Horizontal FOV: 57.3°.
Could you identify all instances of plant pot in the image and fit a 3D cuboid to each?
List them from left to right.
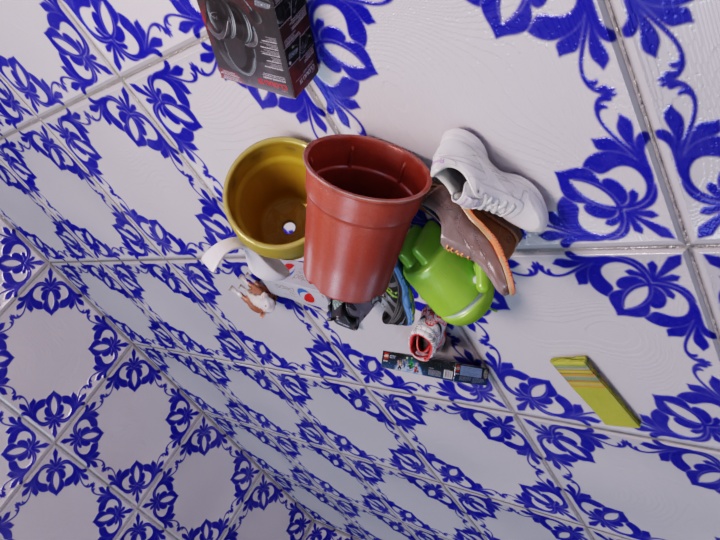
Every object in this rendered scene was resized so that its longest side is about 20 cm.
[{"bbox_3d":[-0.137,-0.107,1.198,0.197,0.204,0.189,29,166,8],"label":"plant pot"},{"bbox_3d":[-0.007,-0.074,1.018,0.196,0.201,0.200,25,126,16],"label":"plant pot"}]

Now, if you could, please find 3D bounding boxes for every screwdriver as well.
[{"bbox_3d":[-0.094,0.094,1.558,0.195,0.029,0.029,26,156,-10],"label":"screwdriver"}]

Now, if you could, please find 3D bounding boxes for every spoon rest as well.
[{"bbox_3d":[-0.201,-0.022,1.217,0.099,0.061,0.198,43,-162,26],"label":"spoon rest"}]

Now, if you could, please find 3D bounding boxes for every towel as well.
[{"bbox_3d":[0.444,0.229,1.243,0.200,0.018,0.085,46,155,-19],"label":"towel"}]

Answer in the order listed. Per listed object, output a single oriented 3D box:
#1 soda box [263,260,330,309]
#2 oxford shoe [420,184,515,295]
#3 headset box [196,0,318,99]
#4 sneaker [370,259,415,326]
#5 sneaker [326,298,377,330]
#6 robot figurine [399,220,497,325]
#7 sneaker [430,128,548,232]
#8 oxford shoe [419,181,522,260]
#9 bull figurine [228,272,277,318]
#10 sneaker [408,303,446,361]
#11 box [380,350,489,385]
[{"bbox_3d":[-0.133,0.027,1.503,0.196,0.064,0.069,13,146,35],"label":"soda box"},{"bbox_3d":[0.161,-0.039,0.981,0.203,0.072,0.071,60,-177,21],"label":"oxford shoe"},{"bbox_3d":[-0.149,-0.353,0.957,0.145,0.078,0.203,21,147,22],"label":"headset box"},{"bbox_3d":[0.048,0.025,1.179,0.080,0.072,0.204,-9,128,10],"label":"sneaker"},{"bbox_3d":[-0.039,0.038,1.339,0.076,0.141,0.201,-1,136,46],"label":"sneaker"},{"bbox_3d":[0.151,0.011,1.127,0.200,0.117,0.174,46,150,-20],"label":"robot figurine"},{"bbox_3d":[0.180,-0.108,0.943,0.198,0.101,0.075,37,149,-6],"label":"sneaker"},{"bbox_3d":[0.157,-0.076,1.045,0.196,0.072,0.072,30,153,13],"label":"oxford shoe"},{"bbox_3d":[-0.256,0.063,1.626,0.120,0.066,0.200,39,176,0],"label":"bull figurine"},{"bbox_3d":[0.133,0.144,1.346,0.066,0.109,0.204,25,150,13],"label":"sneaker"},{"bbox_3d":[0.159,0.210,1.420,0.196,0.039,0.135,4,172,42],"label":"box"}]
